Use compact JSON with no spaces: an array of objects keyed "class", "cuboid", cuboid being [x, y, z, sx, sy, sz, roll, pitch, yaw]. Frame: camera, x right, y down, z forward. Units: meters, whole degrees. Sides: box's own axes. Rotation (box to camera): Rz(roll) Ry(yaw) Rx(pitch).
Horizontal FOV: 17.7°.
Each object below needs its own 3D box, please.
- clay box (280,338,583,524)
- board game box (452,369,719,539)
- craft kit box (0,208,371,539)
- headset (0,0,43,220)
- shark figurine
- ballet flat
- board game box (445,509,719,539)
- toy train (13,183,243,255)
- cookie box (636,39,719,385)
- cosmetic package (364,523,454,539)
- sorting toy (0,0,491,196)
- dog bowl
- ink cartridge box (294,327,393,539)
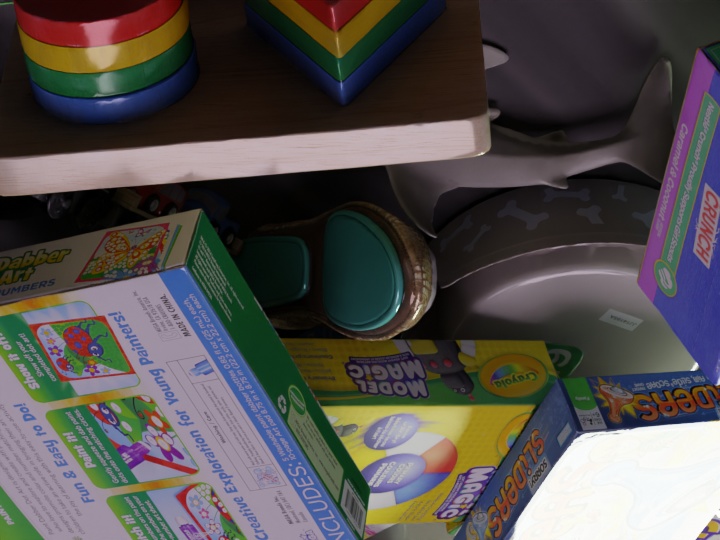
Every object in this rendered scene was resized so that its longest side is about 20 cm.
[{"class":"clay box","cuboid":[0.019,0.086,1.214,0.200,0.048,0.115,2,141,-27]},{"class":"board game box","cuboid":[0.130,0.126,1.257,0.135,0.034,0.200,-3,143,-25]},{"class":"craft kit box","cuboid":[-0.123,0.071,1.110,0.197,0.049,0.200,-13,130,20]},{"class":"headset","cuboid":[-0.189,-0.061,1.112,0.200,0.094,0.123,-38,130,23]},{"class":"shark figurine","cuboid":[0.056,-0.053,1.140,0.214,0.090,0.128,14,140,-17]},{"class":"ballet flat","cuboid":[0.000,0.000,1.174,0.065,0.071,0.200,3,-178,-28]},{"class":"board game box","cuboid":[0.158,0.144,1.364,0.200,0.030,0.096,11,148,-30]},{"class":"toy train","cuboid":[-0.110,-0.033,1.146,0.034,0.046,0.200,26,179,24]},{"class":"cookie box","cuboid":[0.242,-0.055,1.088,0.200,0.075,0.171,-22,147,-22]},{"class":"cosmetic package","cuboid":[0.024,0.222,1.390,0.085,0.200,0.108,-25,134,24]},{"class":"sorting toy","cuboid":[-0.051,-0.122,0.970,0.200,0.199,0.070,-5,126,3]},{"class":"dog bowl","cuboid":[0.117,0.027,1.263,0.200,0.059,0.200,-2,142,-1]},{"class":"ink cartridge box","cuboid":[-0.045,0.115,1.358,0.200,0.068,0.115,-31,131,31]}]
